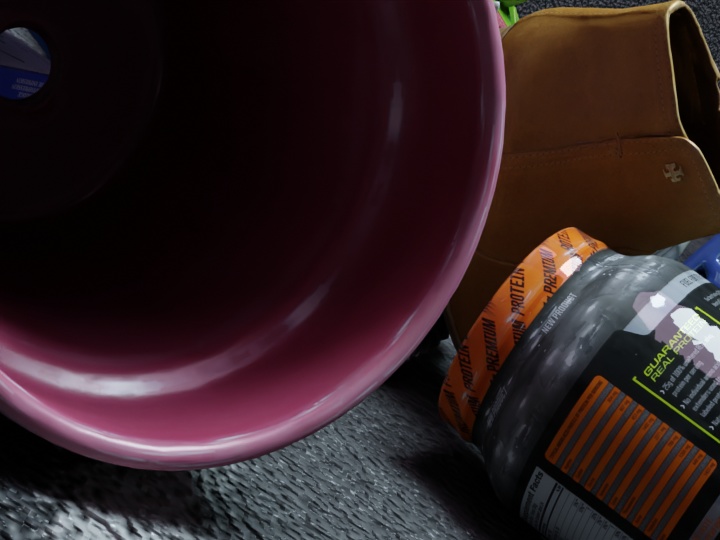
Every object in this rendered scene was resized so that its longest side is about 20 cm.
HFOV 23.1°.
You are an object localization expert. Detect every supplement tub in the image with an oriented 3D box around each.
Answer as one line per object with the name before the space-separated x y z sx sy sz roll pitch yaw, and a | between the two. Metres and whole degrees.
supplement tub | 0.135 0.078 0.689 0.199 0.123 0.122 38 13 19

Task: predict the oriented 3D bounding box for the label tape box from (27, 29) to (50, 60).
label tape box | -0.174 -0.177 0.816 0.200 0.142 0.066 51 43 -24

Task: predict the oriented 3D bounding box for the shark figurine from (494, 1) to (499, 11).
shark figurine | -0.036 -0.137 0.856 0.127 0.090 0.214 -16 36 -26

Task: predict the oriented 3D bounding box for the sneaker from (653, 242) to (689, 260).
sneaker | 0.132 -0.015 1.070 0.099 0.078 0.200 30 -12 -14

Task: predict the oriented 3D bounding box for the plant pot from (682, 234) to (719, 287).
plant pot | 0.331 0.045 1.178 0.199 0.181 0.200 19 19 -49

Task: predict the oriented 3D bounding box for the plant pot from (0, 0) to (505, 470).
plant pot | -0.084 -0.058 0.558 0.199 0.202 0.178 23 -1 -35

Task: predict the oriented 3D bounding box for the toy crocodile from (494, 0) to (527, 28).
toy crocodile | 0.067 -0.117 0.930 0.200 0.067 0.062 56 24 -47

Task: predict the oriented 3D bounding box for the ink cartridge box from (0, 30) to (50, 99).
ink cartridge box | -0.221 -0.117 0.734 0.199 0.044 0.094 36 12 18

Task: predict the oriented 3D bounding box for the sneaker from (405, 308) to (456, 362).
sneaker | 0.000 0.000 0.829 0.093 0.071 0.199 -1 10 33

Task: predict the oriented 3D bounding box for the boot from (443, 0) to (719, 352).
boot | 0.104 -0.014 0.767 0.143 0.203 0.071 2 25 41
